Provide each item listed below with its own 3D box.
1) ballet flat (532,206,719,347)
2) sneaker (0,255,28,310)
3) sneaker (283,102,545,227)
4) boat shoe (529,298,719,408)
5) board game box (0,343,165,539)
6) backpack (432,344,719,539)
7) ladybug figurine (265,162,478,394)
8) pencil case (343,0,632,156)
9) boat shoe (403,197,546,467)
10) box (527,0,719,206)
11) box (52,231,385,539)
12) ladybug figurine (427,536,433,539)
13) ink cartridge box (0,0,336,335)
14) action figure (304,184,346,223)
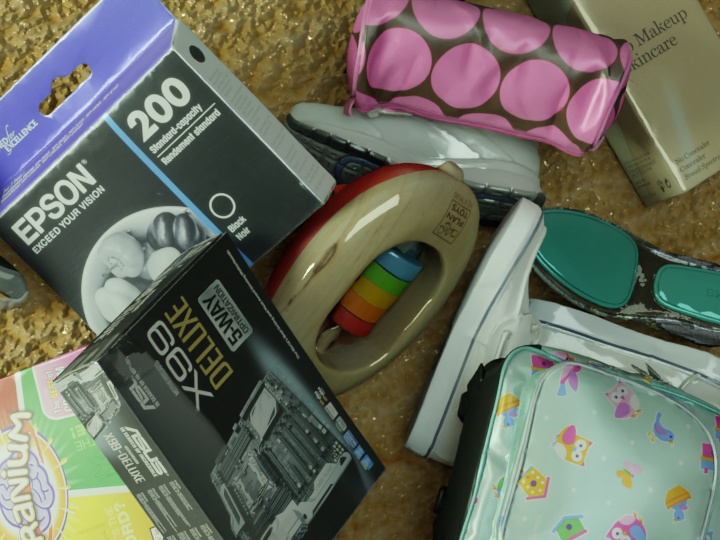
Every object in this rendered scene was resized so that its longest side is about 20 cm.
[{"bbox_3d":[0.199,0.011,1.453,0.199,0.072,0.073,19,80,-9],"label":"ballet flat"},{"bbox_3d":[-0.304,-0.045,1.336,0.199,0.078,0.078,37,72,-6],"label":"sneaker"},{"bbox_3d":[0.039,-0.092,1.436,0.198,0.075,0.088,13,64,-14],"label":"sneaker"},{"bbox_3d":[0.200,0.092,1.442,0.200,0.075,0.087,19,80,-8],"label":"boat shoe"},{"bbox_3d":[-0.207,0.141,1.306,0.199,0.040,0.154,-21,86,15],"label":"board game box"},{"bbox_3d":[0.167,0.150,1.313,0.198,0.153,0.177,17,78,-13],"label":"backpack"},{"bbox_3d":[0.000,0.000,1.371,0.200,0.072,0.135,-48,140,10],"label":"ladybug figurine"},{"bbox_3d":[0.088,-0.136,1.384,0.198,0.091,0.095,11,89,-4],"label":"pencil case"},{"bbox_3d":[0.096,0.047,1.402,0.065,0.074,0.201,23,107,-1],"label":"boat shoe"},{"bbox_3d":[0.211,-0.159,1.470,0.095,0.078,0.201,-32,92,-14],"label":"box"},{"bbox_3d":[-0.086,0.101,1.266,0.201,0.050,0.158,57,40,-13],"label":"box"},{"bbox_3d":[0.139,0.192,1.417,0.198,0.072,0.137,1,84,-14],"label":"ladybug figurine"},{"bbox_3d":[-0.153,-0.064,1.329,0.198,0.043,0.200,-40,100,24],"label":"ink cartridge box"},{"bbox_3d":[-0.091,-0.068,1.394,0.198,0.065,0.052,16,84,-10],"label":"action figure"}]
